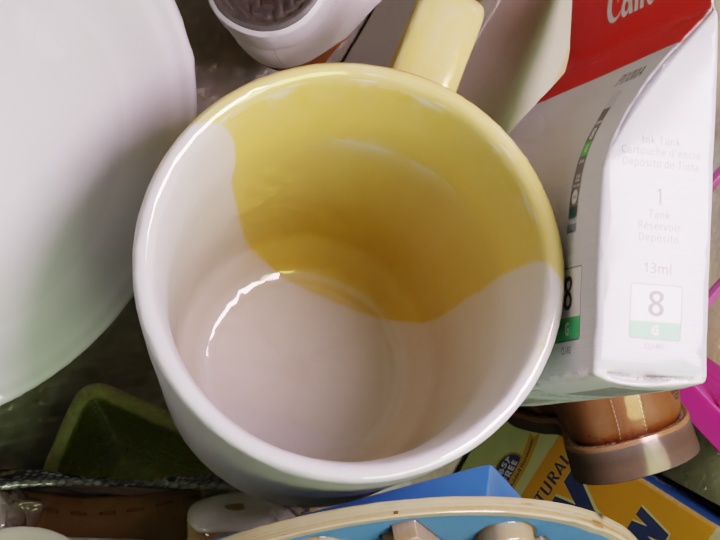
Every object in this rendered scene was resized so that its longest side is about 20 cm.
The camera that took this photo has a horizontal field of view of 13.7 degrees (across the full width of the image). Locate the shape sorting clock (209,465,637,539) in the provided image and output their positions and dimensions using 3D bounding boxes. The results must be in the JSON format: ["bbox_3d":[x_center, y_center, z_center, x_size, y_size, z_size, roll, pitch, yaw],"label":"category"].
[{"bbox_3d":[0.008,0.128,1.114,0.199,0.039,0.200,-5,150,-3],"label":"shape sorting clock"}]

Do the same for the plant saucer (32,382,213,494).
[{"bbox_3d":[-0.060,0.170,1.227,0.199,0.048,0.201,24,93,-4],"label":"plant saucer"}]

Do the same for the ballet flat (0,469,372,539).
[{"bbox_3d":[-0.082,0.113,1.163,0.200,0.072,0.072,1,112,-3],"label":"ballet flat"}]

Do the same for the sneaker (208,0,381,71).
[{"bbox_3d":[0.004,-0.168,1.179,0.200,0.073,0.085,-59,162,-8],"label":"sneaker"}]

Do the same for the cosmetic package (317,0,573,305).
[{"bbox_3d":[0.034,-0.039,1.240,0.105,0.071,0.200,28,92,-40],"label":"cosmetic package"}]

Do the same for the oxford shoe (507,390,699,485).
[{"bbox_3d":[0.095,0.032,1.252,0.071,0.200,0.072,-17,99,-7],"label":"oxford shoe"}]

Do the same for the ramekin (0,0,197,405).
[{"bbox_3d":[-0.167,-0.052,1.070,0.202,0.094,0.203,-16,119,-32],"label":"ramekin"}]

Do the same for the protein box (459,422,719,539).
[{"bbox_3d":[0.151,0.180,1.340,0.198,0.200,0.135,29,92,-41],"label":"protein box"}]

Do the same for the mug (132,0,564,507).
[{"bbox_3d":[0.001,0.009,1.104,0.186,0.150,0.153,-36,171,-16],"label":"mug"}]

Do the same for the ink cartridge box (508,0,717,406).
[{"bbox_3d":[0.082,-0.053,1.102,0.050,0.161,0.201,3,84,-15],"label":"ink cartridge box"}]

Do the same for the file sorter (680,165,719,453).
[{"bbox_3d":[0.223,0.047,1.321,0.125,0.200,0.139,-49,132,8],"label":"file sorter"}]
